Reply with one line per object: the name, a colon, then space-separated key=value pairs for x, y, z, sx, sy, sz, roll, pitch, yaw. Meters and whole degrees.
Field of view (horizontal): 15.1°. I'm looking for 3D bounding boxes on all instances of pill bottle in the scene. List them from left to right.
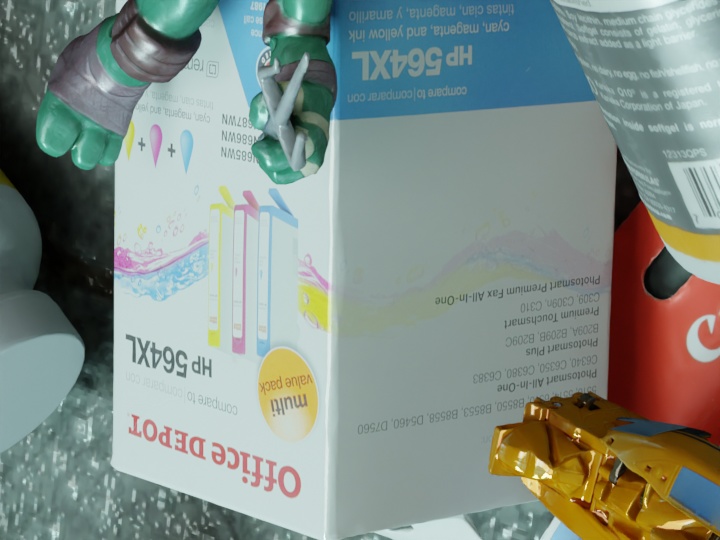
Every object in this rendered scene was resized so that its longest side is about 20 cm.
pill bottle: x=-0.199 y=-0.020 z=1.093 sx=0.200 sy=0.112 sz=0.112 roll=49 pitch=122 yaw=21
pill bottle: x=0.106 y=-0.105 z=0.784 sx=0.116 sy=0.116 sz=0.201 roll=-8 pitch=120 yaw=37

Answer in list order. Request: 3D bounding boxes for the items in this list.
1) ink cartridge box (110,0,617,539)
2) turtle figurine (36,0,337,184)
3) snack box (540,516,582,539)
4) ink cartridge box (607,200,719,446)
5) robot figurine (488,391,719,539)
ink cartridge box: x=0.000 y=0.000 z=0.922 sx=0.128 sy=0.125 sz=0.202 roll=12 pitch=104 yaw=50
turtle figurine: x=-0.046 y=-0.099 z=0.801 sx=0.199 sy=0.101 sz=0.150 roll=-20 pitch=105 yaw=47
snack box: x=0.074 y=0.141 z=0.927 sx=0.072 sy=0.024 sz=0.201 roll=50 pitch=140 yaw=22
ink cartridge box: x=0.149 y=0.046 z=0.879 sx=0.200 sy=0.047 sz=0.160 roll=51 pitch=122 yaw=19
robot figurine: x=0.114 y=0.121 z=0.793 sx=0.200 sy=0.058 sz=0.146 roll=29 pitch=116 yaw=43
